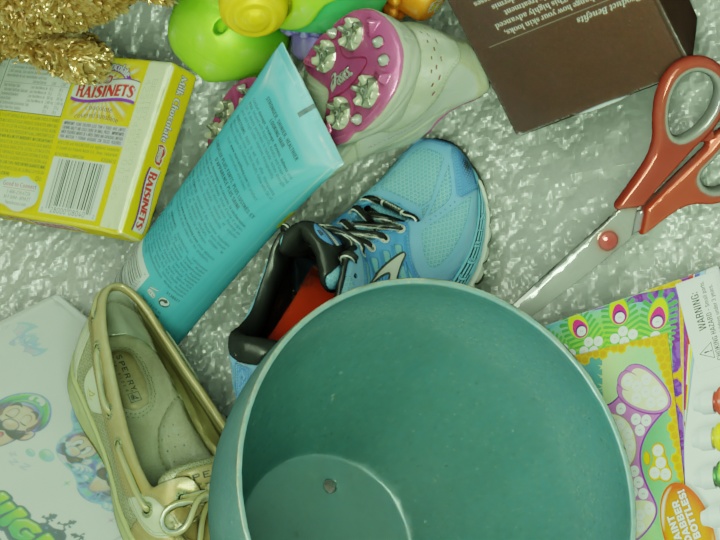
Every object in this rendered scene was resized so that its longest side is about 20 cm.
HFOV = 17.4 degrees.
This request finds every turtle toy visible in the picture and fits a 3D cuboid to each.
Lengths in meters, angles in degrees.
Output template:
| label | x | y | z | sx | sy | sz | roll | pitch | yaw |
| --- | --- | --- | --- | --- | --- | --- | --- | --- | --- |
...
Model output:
| label | x | y | z | sx | sy | sz | roll | pitch | yaw |
| --- | --- | --- | --- | --- | --- | --- | --- | --- | --- |
| turtle toy | -0.026 | -0.170 | 1.286 | 0.200 | 0.101 | 0.146 | -22 | 43 | 24 |

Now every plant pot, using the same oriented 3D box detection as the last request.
| label | x | y | z | sx | sy | sz | roll | pitch | yaw |
| --- | --- | --- | --- | --- | --- | --- | --- | --- | --- |
| plant pot | 0.010 | 0.119 | 1.106 | 0.135 | 0.200 | 0.200 | 144 | 126 | -59 |

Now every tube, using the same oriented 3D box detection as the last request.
| label | x | y | z | sx | sy | sz | roll | pitch | yaw |
| --- | --- | --- | --- | --- | --- | --- | --- | --- | --- |
| tube | -0.075 | -0.028 | 1.251 | 0.200 | 0.050 | 0.077 | -49 | 63 | 41 |

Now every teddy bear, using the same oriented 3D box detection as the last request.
| label | x | y | z | sx | sy | sz | roll | pitch | yaw |
| --- | --- | --- | --- | --- | --- | --- | --- | --- | --- |
| teddy bear | -0.189 | -0.161 | 1.305 | 0.200 | 0.145 | 0.067 | -4 | 37 | 26 |

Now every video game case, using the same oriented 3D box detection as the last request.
| label | x | y | z | sx | sy | sz | roll | pitch | yaw |
| --- | --- | --- | --- | --- | --- | --- | --- | --- | --- |
| video game case | -0.171 | 0.105 | 1.260 | 0.200 | 0.182 | 0.024 | 36 | 138 | 31 |

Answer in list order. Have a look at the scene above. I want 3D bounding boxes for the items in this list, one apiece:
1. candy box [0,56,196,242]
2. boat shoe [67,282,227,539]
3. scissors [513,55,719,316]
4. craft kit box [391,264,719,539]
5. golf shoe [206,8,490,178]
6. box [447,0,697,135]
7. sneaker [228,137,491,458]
| label | x | y | z | sx | sy | sz | roll | pitch | yaw |
| --- | --- | --- | --- | --- | --- | --- | --- | --- | --- |
| candy box | -0.184 | -0.077 | 1.367 | 0.200 | 0.026 | 0.102 | 10 | 78 | 42 |
| boat shoe | -0.094 | 0.094 | 1.214 | 0.201 | 0.073 | 0.063 | 59 | 149 | 37 |
| scissors | 0.138 | -0.020 | 1.182 | 0.200 | 0.073 | 0.014 | -55 | 22 | 7 |
| craft kit box | 0.116 | 0.122 | 1.162 | 0.197 | 0.049 | 0.200 | -22 | 66 | 24 |
| golf shoe | -0.009 | -0.080 | 1.263 | 0.200 | 0.091 | 0.075 | -23 | 74 | 53 |
| box | 0.085 | -0.179 | 1.179 | 0.100 | 0.200 | 0.075 | -20 | 23 | 22 |
| sneaker | 0.000 | 0.000 | 1.205 | 0.078 | 0.090 | 0.200 | 14 | 54 | 32 |
